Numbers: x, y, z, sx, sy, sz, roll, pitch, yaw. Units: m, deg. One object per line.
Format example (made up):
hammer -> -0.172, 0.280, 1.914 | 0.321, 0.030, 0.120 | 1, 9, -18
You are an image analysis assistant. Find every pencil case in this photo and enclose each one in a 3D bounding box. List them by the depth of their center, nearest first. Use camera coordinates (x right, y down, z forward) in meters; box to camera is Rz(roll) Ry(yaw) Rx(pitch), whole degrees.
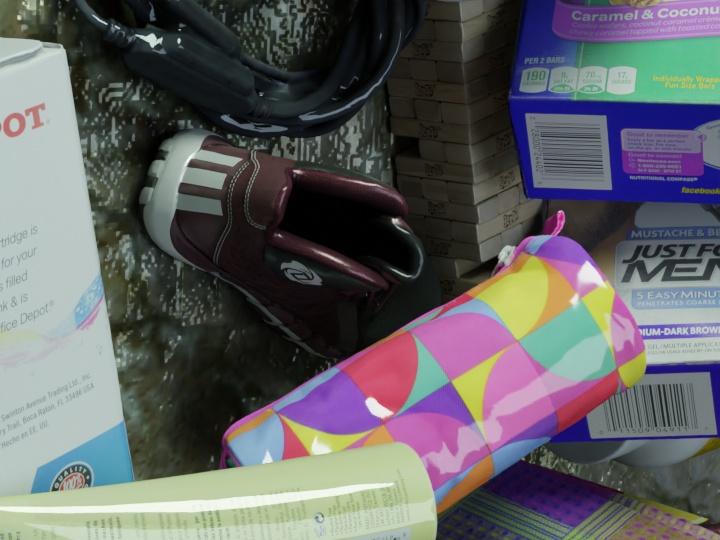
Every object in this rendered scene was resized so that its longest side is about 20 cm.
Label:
pencil case -> 0.030, 0.060, 0.943 | 0.199, 0.088, 0.089 | -33, 123, -17

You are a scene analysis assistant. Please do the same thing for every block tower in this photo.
block tower -> 0.052, -0.072, 1.057 | 0.054, 0.058, 0.202 | -26, 116, -43

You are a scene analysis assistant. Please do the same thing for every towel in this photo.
towel -> 0.079, 0.148, 1.028 | 0.143, 0.199, 0.023 | -34, 130, -38

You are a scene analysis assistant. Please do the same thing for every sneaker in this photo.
sneaker -> 0.000, 0.000, 0.970 | 0.199, 0.115, 0.076 | 25, 80, -47

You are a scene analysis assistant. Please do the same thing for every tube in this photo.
tube -> -0.067, 0.106, 0.828 | 0.199, 0.052, 0.058 | -10, 66, -26

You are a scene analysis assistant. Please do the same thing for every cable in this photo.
cable -> -0.043, -0.146, 0.950 | 0.199, 0.051, 0.164 | 22, 77, -46

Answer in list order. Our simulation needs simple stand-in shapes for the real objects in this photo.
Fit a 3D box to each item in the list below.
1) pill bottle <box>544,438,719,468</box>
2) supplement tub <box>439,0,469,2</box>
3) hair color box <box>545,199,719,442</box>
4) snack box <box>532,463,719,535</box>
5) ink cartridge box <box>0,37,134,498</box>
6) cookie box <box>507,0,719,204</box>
pill bottle -> 0.178, 0.045, 1.180 | 0.199, 0.112, 0.113 | -12, 107, -47
supplement tub -> 0.065, -0.233, 0.938 | 0.145, 0.145, 0.202 | -14, 87, -46
hair color box -> 0.149, -0.012, 1.074 | 0.065, 0.108, 0.201 | 75, 17, -45
snack box -> 0.123, 0.170, 1.081 | 0.142, 0.199, 0.053 | -29, 121, -41
ink cartridge box -> -0.174, 0.023, 0.805 | 0.144, 0.084, 0.202 | -26, 118, -43
cookie box -> 0.169, -0.130, 1.039 | 0.075, 0.170, 0.201 | 77, 19, -49
